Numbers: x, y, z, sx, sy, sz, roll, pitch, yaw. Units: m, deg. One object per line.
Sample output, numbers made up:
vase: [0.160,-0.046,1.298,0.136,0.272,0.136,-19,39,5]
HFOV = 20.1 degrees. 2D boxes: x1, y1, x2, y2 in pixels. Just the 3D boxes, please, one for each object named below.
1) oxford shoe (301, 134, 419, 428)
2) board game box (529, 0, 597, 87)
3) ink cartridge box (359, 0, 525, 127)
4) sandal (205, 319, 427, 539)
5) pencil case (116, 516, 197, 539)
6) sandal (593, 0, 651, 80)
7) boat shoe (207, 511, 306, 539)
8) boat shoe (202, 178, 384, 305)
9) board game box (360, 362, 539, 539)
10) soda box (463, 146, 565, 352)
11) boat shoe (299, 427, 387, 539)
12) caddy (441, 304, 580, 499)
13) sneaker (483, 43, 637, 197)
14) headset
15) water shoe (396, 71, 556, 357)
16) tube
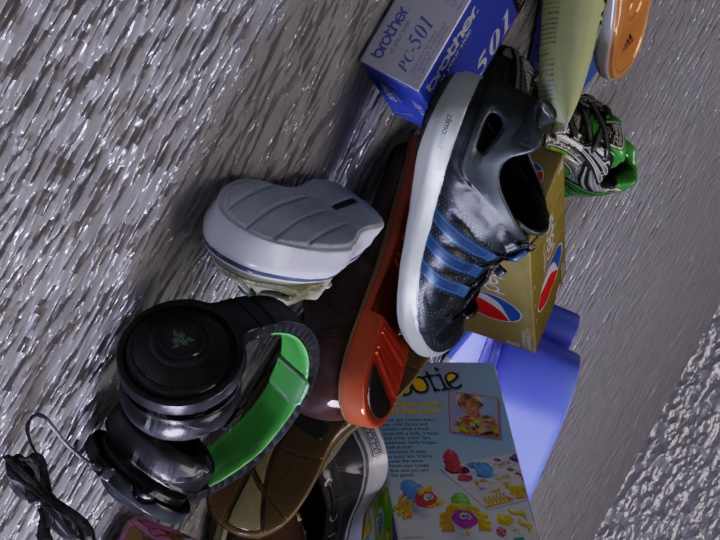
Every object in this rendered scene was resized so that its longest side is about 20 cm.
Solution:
oxford shoe: [0.000,0.000,1.267,0.071,0.072,0.201,60,41,-51]
board game box: [0.198,-0.243,1.487,0.200,0.045,0.135,-51,161,-33]
ink cartridge box: [0.075,-0.185,1.205,0.201,0.044,0.094,-60,162,-6]
sandal: [-0.033,0.092,1.291,0.200,0.080,0.054,-51,177,-28]
pencil case: [-0.142,0.242,1.176,0.201,0.082,0.087,-62,163,-3]
sandal: [0.204,-0.212,1.374,0.079,0.059,0.208,-48,152,-37]
boat shoe: [-0.056,0.193,1.376,0.075,0.074,0.203,-51,161,-32]
boat shoe: [-0.038,-0.008,1.107,0.062,0.072,0.200,-60,166,13]
board game box: [0.056,0.173,1.455,0.201,0.104,0.104,-101,-162,-44]
soda box: [0.097,-0.017,1.358,0.200,0.064,0.068,74,36,-66]
boat shoe: [-0.034,0.173,1.439,0.066,0.070,0.200,-18,155,-26]
caddy: [0.110,0.106,1.704,0.142,0.104,0.201,-79,-173,-61]
sneaker: [0.134,-0.104,1.390,0.200,0.085,0.079,30,61,-60]
headset: [-0.093,0.084,1.034,0.199,0.094,0.124,-14,137,-43]
water shoe: [0.069,-0.020,1.197,0.072,0.078,0.201,-57,158,-46]
tube: [0.138,-0.185,1.284,0.058,0.052,0.202,9,91,-55]
